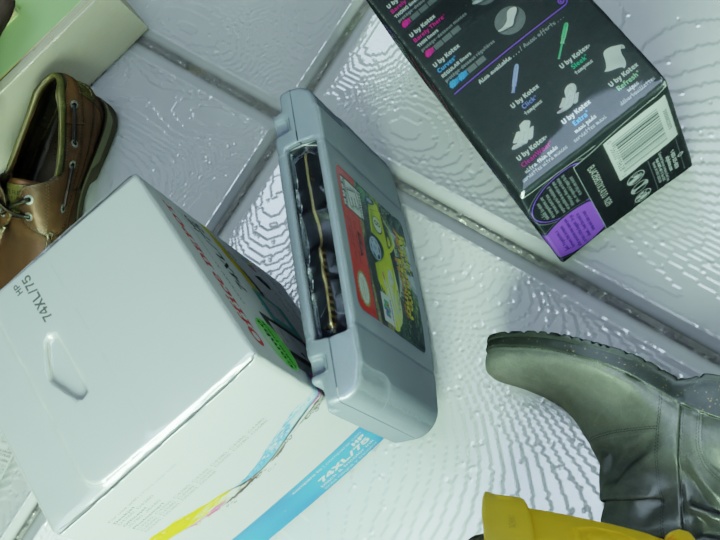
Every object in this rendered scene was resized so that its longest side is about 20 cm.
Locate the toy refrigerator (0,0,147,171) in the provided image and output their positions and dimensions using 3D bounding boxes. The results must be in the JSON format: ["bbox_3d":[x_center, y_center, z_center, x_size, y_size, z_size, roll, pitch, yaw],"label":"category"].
[{"bbox_3d":[-0.276,-0.164,0.929,0.200,0.070,0.076,-43,62,4],"label":"toy refrigerator"}]

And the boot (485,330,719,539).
[{"bbox_3d":[0.147,0.114,0.662,0.198,0.068,0.132,14,83,27],"label":"boot"}]

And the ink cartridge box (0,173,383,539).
[{"bbox_3d":[-0.108,0.072,0.702,0.146,0.200,0.147,-40,62,4],"label":"ink cartridge box"}]

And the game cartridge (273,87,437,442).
[{"bbox_3d":[0.000,0.000,0.721,0.040,0.133,0.202,-17,66,16],"label":"game cartridge"}]

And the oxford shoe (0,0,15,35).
[{"bbox_3d":[-0.301,-0.124,0.869,0.072,0.071,0.202,27,79,-11],"label":"oxford shoe"}]

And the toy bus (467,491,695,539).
[{"bbox_3d":[0.133,0.229,0.587,0.189,0.136,0.203,5,99,3],"label":"toy bus"}]

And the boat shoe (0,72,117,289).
[{"bbox_3d":[-0.249,-0.052,0.879,0.071,0.068,0.202,5,75,22],"label":"boat shoe"}]

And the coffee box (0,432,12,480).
[{"bbox_3d":[-0.335,0.153,0.835,0.113,0.080,0.202,21,81,27],"label":"coffee box"}]

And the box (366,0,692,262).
[{"bbox_3d":[0.101,-0.126,0.730,0.106,0.122,0.201,-37,62,6],"label":"box"}]
